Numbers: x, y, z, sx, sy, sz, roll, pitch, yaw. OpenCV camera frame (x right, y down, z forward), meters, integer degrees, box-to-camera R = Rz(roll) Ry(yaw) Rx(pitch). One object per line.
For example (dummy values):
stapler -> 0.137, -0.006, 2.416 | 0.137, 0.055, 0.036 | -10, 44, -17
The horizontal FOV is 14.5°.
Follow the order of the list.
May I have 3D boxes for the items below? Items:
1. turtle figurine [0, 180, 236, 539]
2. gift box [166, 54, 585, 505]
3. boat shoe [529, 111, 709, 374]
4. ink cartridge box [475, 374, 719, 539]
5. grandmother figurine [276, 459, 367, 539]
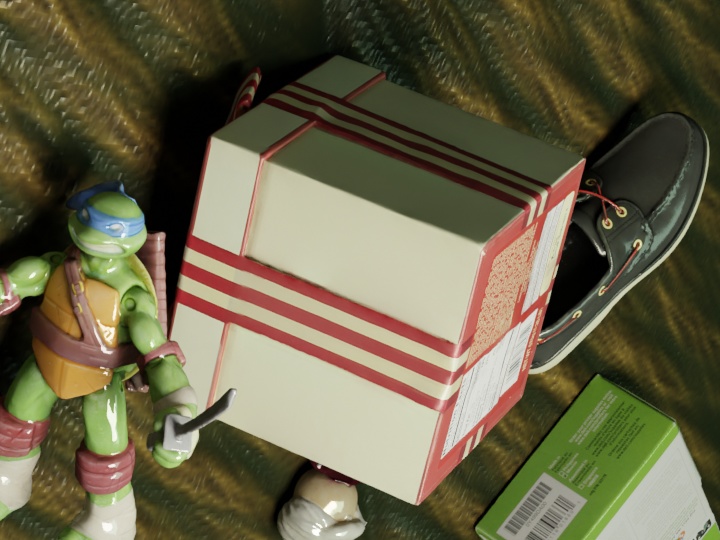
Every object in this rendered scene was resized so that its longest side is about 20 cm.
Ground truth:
turtle figurine -> -0.158, 0.068, 1.435 | 0.143, 0.200, 0.195 | 2, 126, -15
gift box -> 0.000, 0.000, 1.553 | 0.200, 0.186, 0.186 | -35, 144, -63
boat shoe -> 0.154, -0.023, 1.833 | 0.202, 0.074, 0.063 | -50, 155, -4
ink cartridge box -> 0.177, 0.192, 2.044 | 0.148, 0.076, 0.200 | -50, 148, -13
grandmother figurine -> 0.007, 0.087, 1.751 | 0.121, 0.061, 0.201 | 18, 106, -29
